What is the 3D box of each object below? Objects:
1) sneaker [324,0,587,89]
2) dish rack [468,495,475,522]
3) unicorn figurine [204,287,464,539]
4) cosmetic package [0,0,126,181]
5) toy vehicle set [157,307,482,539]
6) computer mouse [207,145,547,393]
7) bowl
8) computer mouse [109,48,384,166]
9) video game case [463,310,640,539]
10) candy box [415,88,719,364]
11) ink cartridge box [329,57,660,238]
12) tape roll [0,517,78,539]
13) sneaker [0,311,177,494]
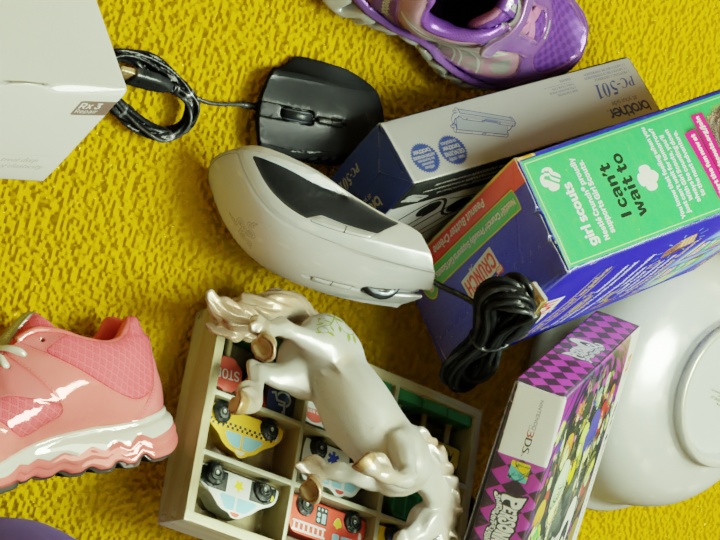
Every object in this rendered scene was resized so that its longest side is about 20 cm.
[{"bbox_3d":[0.069,-0.150,1.324,0.200,0.088,0.081,18,88,-44],"label":"sneaker"},{"bbox_3d":[-0.004,0.212,1.393,0.200,0.054,0.154,-14,112,-41],"label":"dish rack"},{"bbox_3d":[-0.002,0.090,1.262,0.137,0.074,0.200,-6,73,-65],"label":"unicorn figurine"},{"bbox_3d":[-0.192,-0.143,1.033,0.113,0.081,0.200,3,60,-42],"label":"cosmetic package"},{"bbox_3d":[-0.019,0.110,1.321,0.200,0.026,0.125,23,65,-35],"label":"toy vehicle set"},{"bbox_3d":[0.000,0.000,1.275,0.200,0.110,0.044,28,60,-8],"label":"computer mouse"},{"bbox_3d":[0.208,0.072,1.518,0.201,0.090,0.202,-14,111,-39],"label":"bowl"},{"bbox_3d":[-0.059,-0.090,1.273,0.200,0.034,0.059,4,100,-42],"label":"computer mouse"},{"bbox_3d":[0.106,0.130,1.377,0.200,0.036,0.182,-28,135,-69],"label":"video game case"},{"bbox_3d":[0.146,-0.029,1.366,0.200,0.169,0.077,-21,79,-29],"label":"candy box"},{"bbox_3d":[0.074,-0.065,1.355,0.200,0.094,0.044,-18,72,-37],"label":"ink cartridge box"},{"bbox_3d":[-0.182,0.236,1.217,0.200,0.085,0.201,-12,109,-39],"label":"tape roll"},{"bbox_3d":[-0.184,0.067,1.192,0.200,0.074,0.087,-8,94,-44],"label":"sneaker"}]
